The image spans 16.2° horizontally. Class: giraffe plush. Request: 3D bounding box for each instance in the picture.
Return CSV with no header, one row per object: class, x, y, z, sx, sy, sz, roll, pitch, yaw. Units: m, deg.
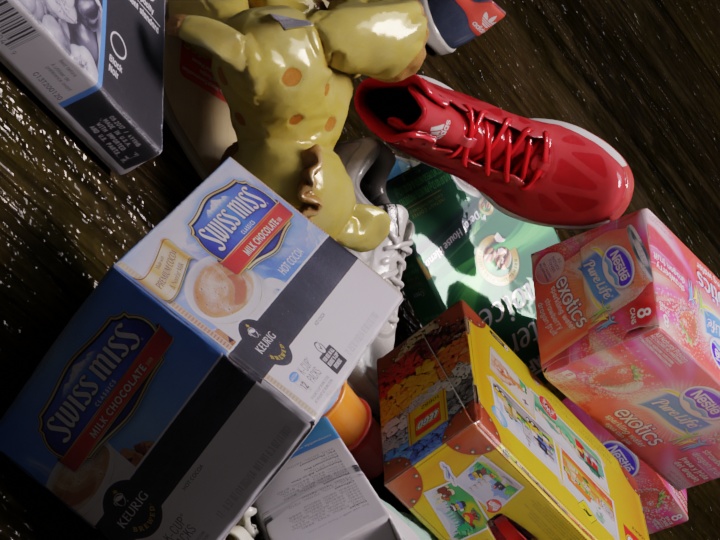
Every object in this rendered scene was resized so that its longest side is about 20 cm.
giraffe plush,-0.042,-0.089,1.598,0.200,0.171,0.164,-71,161,-75

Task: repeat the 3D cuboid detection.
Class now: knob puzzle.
knob puzzle,-0.088,-0.127,1.697,0.219,0.030,0.221,28,54,-45

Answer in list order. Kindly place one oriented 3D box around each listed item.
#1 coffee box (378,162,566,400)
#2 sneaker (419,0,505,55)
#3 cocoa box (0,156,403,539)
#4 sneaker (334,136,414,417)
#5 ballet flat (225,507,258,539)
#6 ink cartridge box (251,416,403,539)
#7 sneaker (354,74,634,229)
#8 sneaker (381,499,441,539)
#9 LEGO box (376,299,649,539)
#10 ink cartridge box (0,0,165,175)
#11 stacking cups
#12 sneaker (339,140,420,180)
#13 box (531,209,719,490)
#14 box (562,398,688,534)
coffee box,0.095,0.008,1.824,0.123,0.044,0.201,-28,93,-31
sneaker,0.078,-0.286,2.182,0.075,0.084,0.201,27,46,-60
cocoa box,-0.084,0.050,1.355,0.131,0.134,0.200,39,24,0
sneaker,0.000,0.000,1.734,0.075,0.081,0.201,30,45,-61
ballet flat,-0.060,0.218,1.405,0.072,0.071,0.201,-14,84,-69
ink cartridge box,-0.006,0.178,1.445,0.200,0.067,0.117,-129,-164,-68
sneaker,0.082,-0.080,1.721,0.115,0.199,0.079,0,107,-70
sneaker,0.024,0.174,1.641,0.201,0.073,0.119,47,26,-37
LEGO box,0.104,0.140,1.661,0.200,0.077,0.149,46,20,-24
ink cartridge box,-0.185,-0.191,1.512,0.198,0.043,0.201,46,30,-45
stacking cups,-0.039,0.064,1.610,0.200,0.060,0.061,49,28,-45
sneaker,0.070,-0.063,1.891,0.200,0.130,0.080,31,44,-58
box,0.210,0.059,1.760,0.200,0.094,0.103,40,38,-43
box,0.183,0.123,2.041,0.200,0.095,0.100,52,27,-37
